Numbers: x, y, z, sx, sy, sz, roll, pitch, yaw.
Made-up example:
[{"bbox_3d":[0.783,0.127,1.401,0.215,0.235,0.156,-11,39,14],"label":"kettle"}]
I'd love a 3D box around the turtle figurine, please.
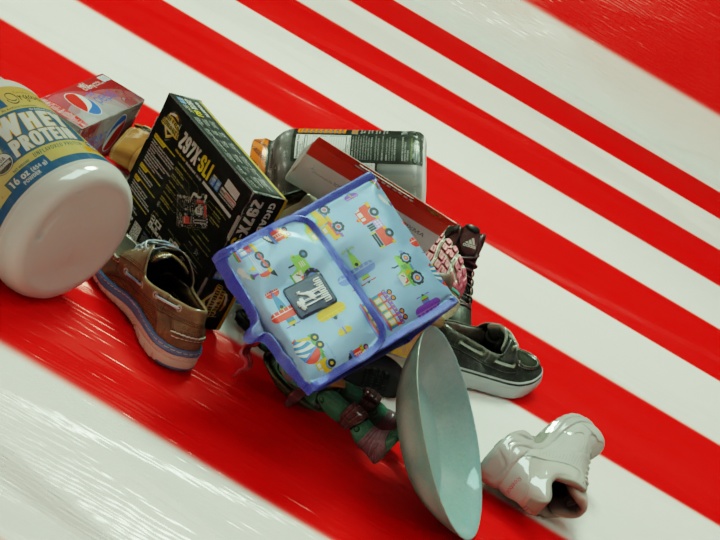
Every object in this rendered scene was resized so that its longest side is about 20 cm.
[{"bbox_3d":[-0.035,0.091,1.513,0.200,0.101,0.150,44,35,1],"label":"turtle figurine"}]

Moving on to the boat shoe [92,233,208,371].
[{"bbox_3d":[-0.194,0.011,1.519,0.072,0.072,0.200,11,28,-44],"label":"boat shoe"}]

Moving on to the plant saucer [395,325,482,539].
[{"bbox_3d":[0.068,0.153,1.473,0.201,0.039,0.201,-13,90,-74],"label":"plant saucer"}]

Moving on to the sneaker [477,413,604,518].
[{"bbox_3d":[0.200,0.210,1.618,0.099,0.078,0.200,48,32,22],"label":"sneaker"}]

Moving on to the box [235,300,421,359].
[{"bbox_3d":[-0.037,0.046,1.644,0.200,0.042,0.119,17,-2,-28],"label":"box"}]

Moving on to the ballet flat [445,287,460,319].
[{"bbox_3d":[0.048,0.044,1.774,0.069,0.070,0.200,25,-9,-15],"label":"ballet flat"}]

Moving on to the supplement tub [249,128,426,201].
[{"bbox_3d":[-0.025,-0.101,1.822,0.200,0.123,0.123,1,20,4],"label":"supplement tub"}]

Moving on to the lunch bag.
[{"bbox_3d":[-0.036,0.022,1.443,0.200,0.094,0.151,-28,81,-42],"label":"lunch bag"}]

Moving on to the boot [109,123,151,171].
[{"bbox_3d":[-0.207,-0.108,1.784,0.155,0.077,0.200,28,20,-5],"label":"boot"}]

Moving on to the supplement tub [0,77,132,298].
[{"bbox_3d":[-0.322,-0.085,1.464,0.200,0.145,0.145,40,22,26],"label":"supplement tub"}]

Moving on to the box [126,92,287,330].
[{"bbox_3d":[-0.169,-0.061,1.600,0.049,0.160,0.200,13,25,-42],"label":"box"}]

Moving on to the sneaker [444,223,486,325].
[{"bbox_3d":[0.111,0.004,1.905,0.076,0.116,0.200,24,20,-17],"label":"sneaker"}]

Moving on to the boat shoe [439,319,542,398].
[{"bbox_3d":[0.148,0.096,1.801,0.200,0.071,0.072,9,29,-47],"label":"boat shoe"}]

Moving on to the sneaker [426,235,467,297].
[{"bbox_3d":[0.042,-0.018,1.878,0.200,0.075,0.081,32,57,27],"label":"sneaker"}]

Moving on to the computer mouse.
[{"bbox_3d":[-0.036,0.079,1.638,0.200,0.034,0.059,23,22,-17],"label":"computer mouse"}]

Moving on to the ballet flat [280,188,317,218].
[{"bbox_3d":[-0.096,-0.054,1.689,0.200,0.068,0.068,-25,84,-27],"label":"ballet flat"}]

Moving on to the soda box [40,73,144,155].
[{"bbox_3d":[-0.313,-0.163,1.775,0.063,0.070,0.200,32,19,3],"label":"soda box"}]

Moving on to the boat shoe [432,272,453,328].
[{"bbox_3d":[0.000,0.000,1.660,0.200,0.072,0.072,17,-4,12],"label":"boat shoe"}]

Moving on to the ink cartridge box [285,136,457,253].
[{"bbox_3d":[0.007,-0.070,1.589,0.162,0.057,0.200,32,3,-5],"label":"ink cartridge box"}]
